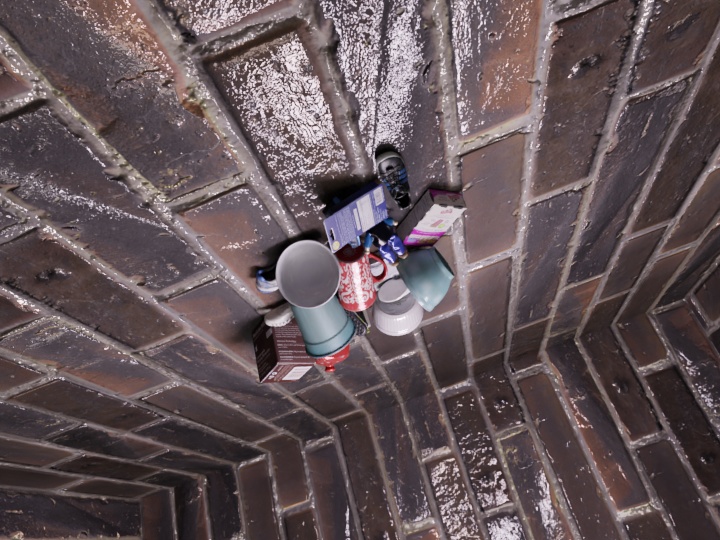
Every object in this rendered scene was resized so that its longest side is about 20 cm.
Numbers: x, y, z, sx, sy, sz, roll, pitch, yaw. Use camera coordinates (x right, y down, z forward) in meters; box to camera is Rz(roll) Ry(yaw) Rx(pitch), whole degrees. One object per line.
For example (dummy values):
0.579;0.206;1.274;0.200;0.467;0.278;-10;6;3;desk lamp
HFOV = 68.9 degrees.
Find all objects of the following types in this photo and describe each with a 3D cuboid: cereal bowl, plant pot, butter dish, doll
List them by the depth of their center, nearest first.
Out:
-0.152;0.008;1.575;0.195;0.205;0.083;-21;-178;6;cereal bowl
0.064;-0.097;1.579;0.136;0.049;0.201;-40;125;-1;doll
0.221;0.010;1.702;0.133;0.203;0.199;-36;148;14;plant pot
-0.137;0.150;1.757;0.195;0.202;0.200;-22;117;7;plant pot
-0.130;0.337;2.131;0.194;0.153;0.199;1;168;-30;butter dish

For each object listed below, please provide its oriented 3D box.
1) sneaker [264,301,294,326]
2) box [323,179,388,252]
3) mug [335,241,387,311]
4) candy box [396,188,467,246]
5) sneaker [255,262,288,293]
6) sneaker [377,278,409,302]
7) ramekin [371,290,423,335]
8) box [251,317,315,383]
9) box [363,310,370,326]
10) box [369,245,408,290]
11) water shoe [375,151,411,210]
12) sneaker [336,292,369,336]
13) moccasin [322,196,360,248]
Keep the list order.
-0.247;0.133;1.842;0.195;0.076;0.082;-19;143;-14;sneaker
-0.016;-0.148;1.431;0.198;0.032;0.123;-34;138;-18;box
-0.010;-0.003;1.676;0.178;0.131;0.203;-46;145;-30;mug
0.216;-0.158;1.618;0.133;0.062;0.201;2;146;-32;candy box
-0.234;0.014;1.634;0.194;0.079;0.086;-14;147;-9;sneaker
0.158;0.058;1.870;0.196;0.077;0.088;-27;163;9;sneaker
0.133;0.127;1.928;0.196;0.206;0.096;-16;139;-3;ramekin
-0.286;0.286;1.933;0.161;0.205;0.166;6;144;-36;box
-0.055;0.181;2.018;0.094;0.080;0.199;-30;149;21;box
0.098;-0.009;1.826;0.152;0.042;0.201;-20;152;0;box
0.099;-0.237;1.394;0.070;0.081;0.200;-24;151;11;water shoe
-0.037;0.150;1.905;0.071;0.203;0.083;-31;-175;23;sneaker
-0.059;-0.131;1.496;0.067;0.081;0.202;-32;138;-3;moccasin
